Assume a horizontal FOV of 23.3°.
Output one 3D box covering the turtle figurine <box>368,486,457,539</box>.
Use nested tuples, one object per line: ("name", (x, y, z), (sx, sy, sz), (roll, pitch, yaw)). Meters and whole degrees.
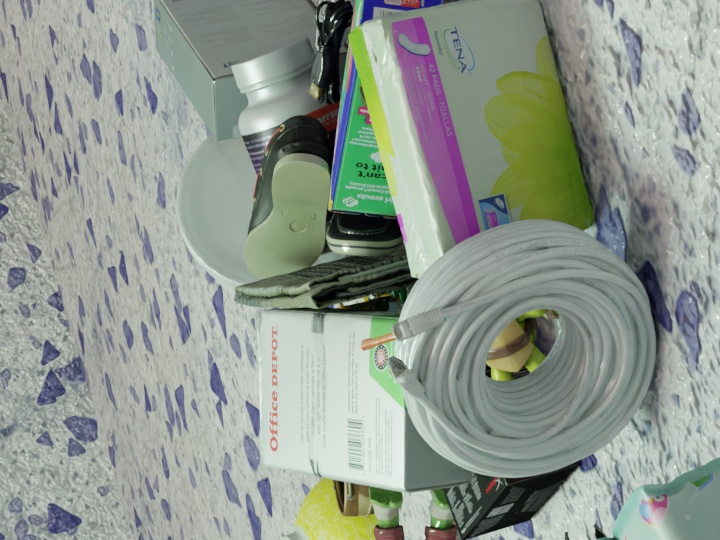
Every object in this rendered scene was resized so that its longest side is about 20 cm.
("turtle figurine", (0.053, 0.319, 1.752), (0.143, 0.200, 0.196), (14, 117, 29))

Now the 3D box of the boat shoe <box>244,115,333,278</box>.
("boat shoe", (-0.065, -0.063, 1.641), (0.202, 0.073, 0.064), (108, 165, -52))

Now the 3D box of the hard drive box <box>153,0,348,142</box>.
("hard drive box", (-0.117, -0.233, 1.850), (0.200, 0.154, 0.077), (-125, 29, -47))

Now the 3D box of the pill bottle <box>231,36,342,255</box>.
("pill bottle", (-0.055, -0.122, 1.721), (0.111, 0.111, 0.202), (8, 121, 69))

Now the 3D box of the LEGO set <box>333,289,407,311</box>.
("LEGO set", (-0.012, 0.086, 1.719), (0.200, 0.115, 0.155), (-66, -38, -69))

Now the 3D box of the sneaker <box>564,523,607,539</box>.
("sneaker", (0.221, 0.300, 1.388), (0.200, 0.059, 0.105), (-125, 25, -54))

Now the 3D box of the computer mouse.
("computer mouse", (-0.019, -0.246, 1.671), (0.201, 0.043, 0.111), (-85, 0, -55))

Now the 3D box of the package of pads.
("package of pads", (0.091, -0.110, 1.357), (0.068, 0.153, 0.202), (-16, 89, 62))

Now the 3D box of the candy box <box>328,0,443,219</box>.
("candy box", (0.024, -0.175, 1.527), (0.201, 0.076, 0.170), (99, 177, -47))

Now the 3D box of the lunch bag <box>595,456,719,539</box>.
("lunch bag", (0.245, 0.233, 1.199), (0.200, 0.121, 0.172), (104, 146, -67))

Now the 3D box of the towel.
("towel", (0.000, 0.000, 1.598), (0.200, 0.191, 0.035), (0, 102, 64))

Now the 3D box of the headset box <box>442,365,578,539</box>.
("headset box", (0.106, 0.119, 1.569), (0.149, 0.074, 0.202), (115, 138, -59))

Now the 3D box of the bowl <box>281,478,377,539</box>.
("bowl", (-0.031, 0.335, 2.036), (0.200, 0.107, 0.202), (166, 90, -71))

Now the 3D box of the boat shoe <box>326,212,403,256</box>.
("boat shoe", (0.013, -0.065, 1.612), (0.200, 0.074, 0.063), (-59, -29, -62))

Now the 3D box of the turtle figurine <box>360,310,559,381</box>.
("turtle figurine", (0.112, 0.066, 1.426), (0.065, 0.198, 0.162), (-97, -17, -67))

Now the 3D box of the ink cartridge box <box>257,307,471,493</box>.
("ink cartridge box", (0.002, 0.108, 1.535), (0.199, 0.083, 0.148), (4, 94, 49))

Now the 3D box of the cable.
("cable", (0.123, 0.061, 1.311), (0.201, 0.199, 0.069), (62, 175, -31))

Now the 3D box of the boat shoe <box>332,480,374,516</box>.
("boat shoe", (-0.020, 0.181, 1.958), (0.076, 0.073, 0.202), (122, 132, -63))

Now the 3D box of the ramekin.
("ramekin", (-0.091, -0.058, 1.846), (0.094, 0.200, 0.204), (94, 158, -70))
